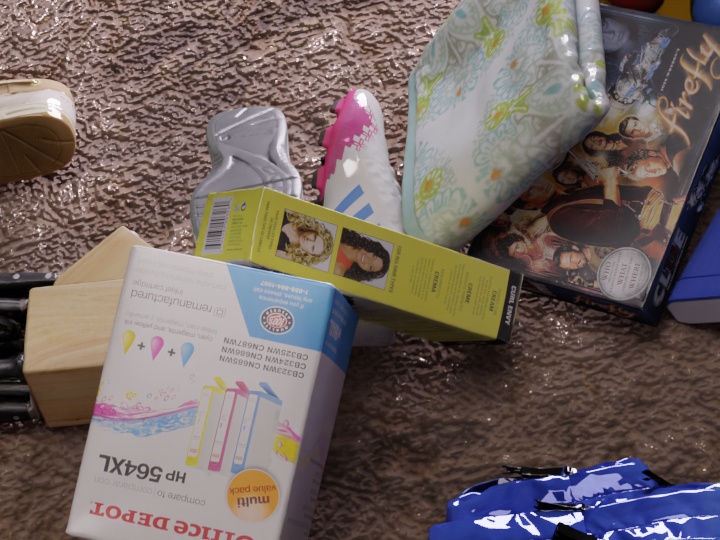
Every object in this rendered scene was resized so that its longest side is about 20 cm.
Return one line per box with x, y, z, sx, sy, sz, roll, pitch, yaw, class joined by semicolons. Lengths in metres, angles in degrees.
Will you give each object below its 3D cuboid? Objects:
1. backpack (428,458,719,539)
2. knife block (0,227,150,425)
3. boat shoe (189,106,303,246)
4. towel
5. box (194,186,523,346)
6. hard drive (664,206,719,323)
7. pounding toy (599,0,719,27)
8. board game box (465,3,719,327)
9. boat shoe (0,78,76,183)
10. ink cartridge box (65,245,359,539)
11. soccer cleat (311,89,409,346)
0.145;0.190;1.327;0.199;0.163;0.168;-8;47;7;backpack
-0.181;0.064;1.549;0.200;0.064;0.176;35;66;32;knife block
-0.074;-0.040;1.579;0.074;0.065;0.202;-7;31;-1;boat shoe
0.092;-0.122;1.577;0.048;0.171;0.200;26;40;-24;towel
0.000;0.000;1.481;0.075;0.199;0.050;-4;72;58;box
0.292;-0.050;1.537;0.132;0.025;0.200;-6;43;50;hard drive
0.222;-0.241;1.605;0.184;0.201;0.142;24;35;27;pounding toy
0.167;-0.074;1.566;0.135;0.035;0.201;15;75;31;board game box
-0.299;-0.098;1.716;0.199;0.074;0.069;-5;39;6;boat shoe
-0.088;0.102;1.422;0.128;0.125;0.201;11;82;7;ink cartridge box
0.006;-0.032;1.601;0.086;0.070;0.201;8;59;6;soccer cleat
